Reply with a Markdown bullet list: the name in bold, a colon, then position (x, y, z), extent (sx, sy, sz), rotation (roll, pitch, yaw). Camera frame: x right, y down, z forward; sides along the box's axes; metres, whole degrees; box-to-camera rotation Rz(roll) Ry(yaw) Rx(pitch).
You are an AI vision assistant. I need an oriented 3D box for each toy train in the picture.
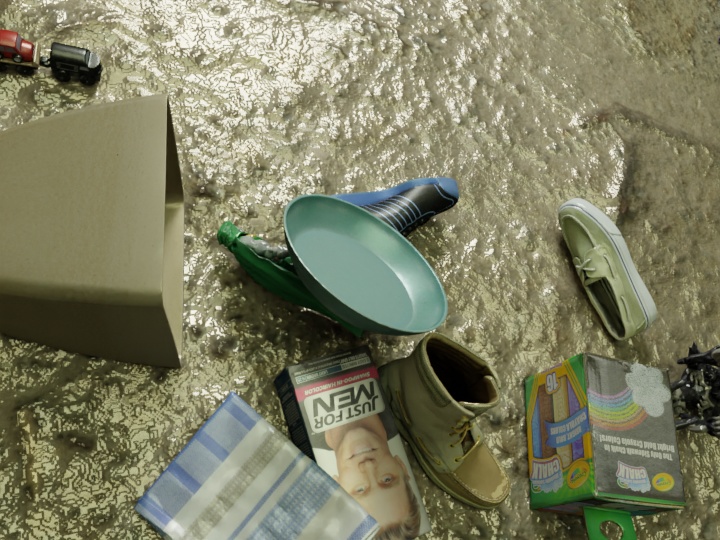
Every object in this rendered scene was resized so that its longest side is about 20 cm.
- **toy train**: position (-0.388, -0.242, 0.786), extent (0.198, 0.046, 0.035), rotation (5, 65, -19)

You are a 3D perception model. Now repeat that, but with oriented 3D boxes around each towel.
- **towel**: position (-0.097, 0.232, 0.668), extent (0.200, 0.024, 0.147), rotation (40, 76, 10)

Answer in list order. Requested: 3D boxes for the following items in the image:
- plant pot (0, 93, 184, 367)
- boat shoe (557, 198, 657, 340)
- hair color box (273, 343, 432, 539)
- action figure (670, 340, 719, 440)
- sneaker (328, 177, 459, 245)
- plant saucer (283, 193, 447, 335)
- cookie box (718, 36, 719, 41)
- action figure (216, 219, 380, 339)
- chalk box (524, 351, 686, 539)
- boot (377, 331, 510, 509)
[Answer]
- **plant pot**: position (-0.262, -0.027, 0.668), extent (0.175, 0.200, 0.202), rotation (-2, 67, -10)
- **boat shoe**: position (0.321, -0.002, 0.949), extent (0.062, 0.072, 0.201), rotation (-28, 83, -31)
- **hair color box**: position (-0.010, 0.188, 0.740), extent (0.099, 0.061, 0.202), rotation (-13, 74, -25)
- **action figure**: position (0.432, 0.159, 0.900), extent (0.198, 0.102, 0.120), rotation (-15, 91, -34)
- **sneaker**: position (0.038, -0.058, 0.866), extent (0.198, 0.070, 0.079), rotation (-13, 75, -19)
- **plant saucer**: position (0.000, 0.000, 0.738), extent (0.199, 0.036, 0.201), rotation (28, 29, -17)
- **cookie box**: position (0.782, -0.413, 1.310), extent (0.199, 0.075, 0.172), rotation (-30, 81, -29)
- **action figure**: position (-0.073, 0.005, 0.779), extent (0.199, 0.118, 0.055), rotation (31, 73, 5)
- **chalk box**: position (0.272, 0.213, 0.806), extent (0.123, 0.124, 0.202), rotation (12, 65, -17)
- **boot**: position (0.107, 0.161, 0.743), extent (0.200, 0.155, 0.072), rotation (48, 60, 4)
